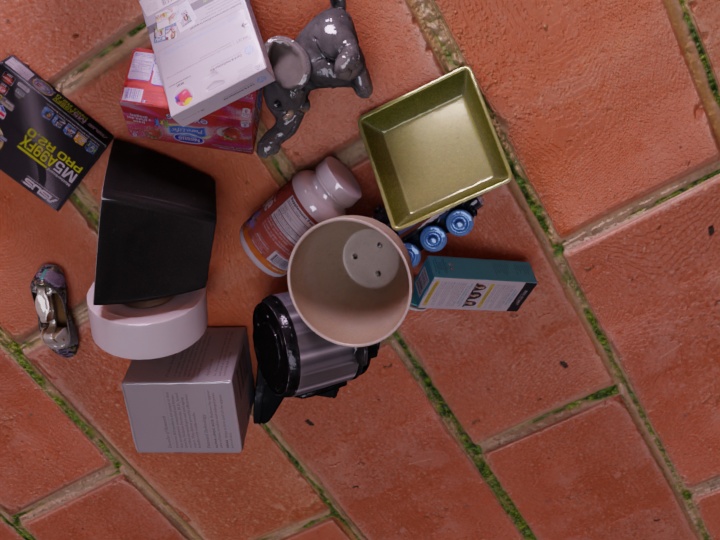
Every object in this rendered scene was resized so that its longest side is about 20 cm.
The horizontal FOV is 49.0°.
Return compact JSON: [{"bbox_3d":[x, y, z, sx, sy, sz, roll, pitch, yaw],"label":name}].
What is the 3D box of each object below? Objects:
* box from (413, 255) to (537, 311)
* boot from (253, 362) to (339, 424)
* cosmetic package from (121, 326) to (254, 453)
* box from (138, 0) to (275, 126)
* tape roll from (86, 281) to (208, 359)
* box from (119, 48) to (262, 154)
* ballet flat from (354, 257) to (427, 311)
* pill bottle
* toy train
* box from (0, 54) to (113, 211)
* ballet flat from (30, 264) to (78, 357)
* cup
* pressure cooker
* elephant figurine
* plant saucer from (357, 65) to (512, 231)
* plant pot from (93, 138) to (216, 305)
[{"bbox_3d":[0.193,0.023,1.339,0.196,0.050,0.083,3,140,-21],"label":"box"},{"bbox_3d":[-0.120,0.218,1.500,0.159,0.074,0.201,6,122,-8],"label":"boot"},{"bbox_3d":[-0.308,0.218,1.448,0.196,0.166,0.168,-1,121,4],"label":"cosmetic package"},{"bbox_3d":[-0.220,-0.329,1.124,0.154,0.203,0.041,-24,160,10],"label":"box"},{"bbox_3d":[-0.360,0.063,1.342,0.198,0.204,0.072,3,121,0],"label":"tape roll"},{"bbox_3d":[-0.251,-0.255,1.196,0.196,0.102,0.096,7,156,-3],"label":"box"},{"bbox_3d":[0.028,0.021,1.389,0.198,0.070,0.070,29,117,-9],"label":"ballet flat"},{"bbox_3d":[-0.096,-0.090,1.295,0.199,0.113,0.112,-39,112,21],"label":"pill bottle"},{"bbox_3d":[0.104,-0.091,1.307,0.198,0.087,0.115,-32,105,21],"label":"toy train"},{"bbox_3d":[-0.526,-0.218,1.277,0.199,0.045,0.160,40,113,-18],"label":"box"},{"bbox_3d":[-0.564,0.089,1.440,0.070,0.072,0.204,2,120,1],"label":"ballet flat"},{"bbox_3d":[0.000,0.000,1.245,0.196,0.143,0.204,5,108,15],"label":"cup"},{"bbox_3d":[-0.068,0.113,1.347,0.197,0.178,0.179,-12,156,-28],"label":"pressure cooker"},{"bbox_3d":[-0.091,-0.289,1.165,0.197,0.157,0.142,-18,147,8],"label":"elephant figurine"},{"bbox_3d":[0.115,-0.183,1.223,0.197,0.048,0.203,-22,73,14],"label":"plant saucer"},{"bbox_3d":[-0.328,-0.071,1.280,0.174,0.201,0.202,6,121,-17],"label":"plant pot"}]
